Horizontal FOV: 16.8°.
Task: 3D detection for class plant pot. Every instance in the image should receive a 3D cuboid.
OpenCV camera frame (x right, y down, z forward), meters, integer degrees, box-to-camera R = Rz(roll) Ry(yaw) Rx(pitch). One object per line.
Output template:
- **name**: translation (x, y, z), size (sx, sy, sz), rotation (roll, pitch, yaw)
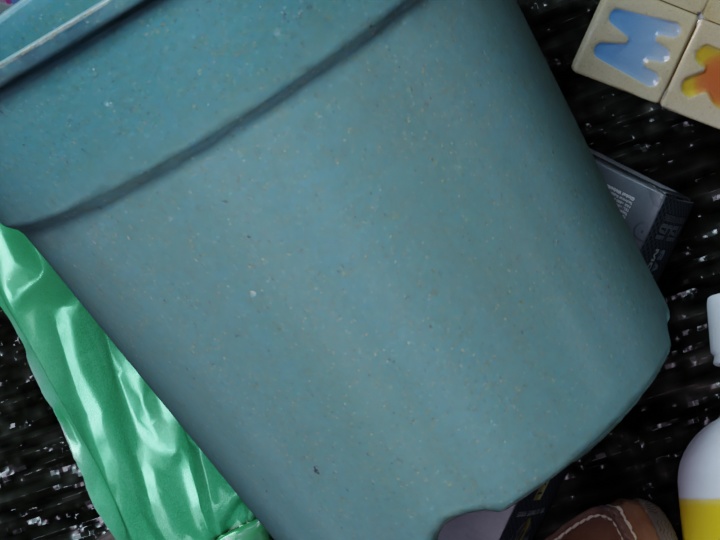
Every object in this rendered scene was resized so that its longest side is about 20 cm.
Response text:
- **plant pot**: translation (-0.011, -0.024, 0.770), size (0.200, 0.200, 0.196), rotation (-29, 103, 17)

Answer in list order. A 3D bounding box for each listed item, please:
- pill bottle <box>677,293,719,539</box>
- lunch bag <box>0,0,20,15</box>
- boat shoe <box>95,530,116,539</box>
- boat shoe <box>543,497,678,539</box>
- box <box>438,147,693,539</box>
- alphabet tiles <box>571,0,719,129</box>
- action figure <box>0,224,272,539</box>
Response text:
- **pill bottle**: translation (0.164, 0.105, 0.805), size (0.112, 0.112, 0.201), rotation (-6, 85, 20)
- **lunch bag**: translation (-0.212, -0.115, 0.898), size (0.160, 0.077, 0.200), rotation (-33, 68, 16)
- **boat shoe**: translation (-0.091, 0.135, 0.910), size (0.200, 0.065, 0.073), rotation (-27, 98, 30)
- **boat shoe**: translation (0.039, 0.154, 0.838), size (0.200, 0.072, 0.076), rotation (-55, 42, 29)
- **box**: translation (0.000, 0.000, 0.904), size (0.200, 0.051, 0.158), rotation (27, 97, 19)
- **alphabet tiles**: translation (0.162, -0.118, 0.803), size (0.199, 0.006, 0.167), rotation (19, 107, -14)
- **action figure**: translation (-0.075, 0.034, 0.869), size (0.118, 0.055, 0.200), rotation (-32, 69, 22)
